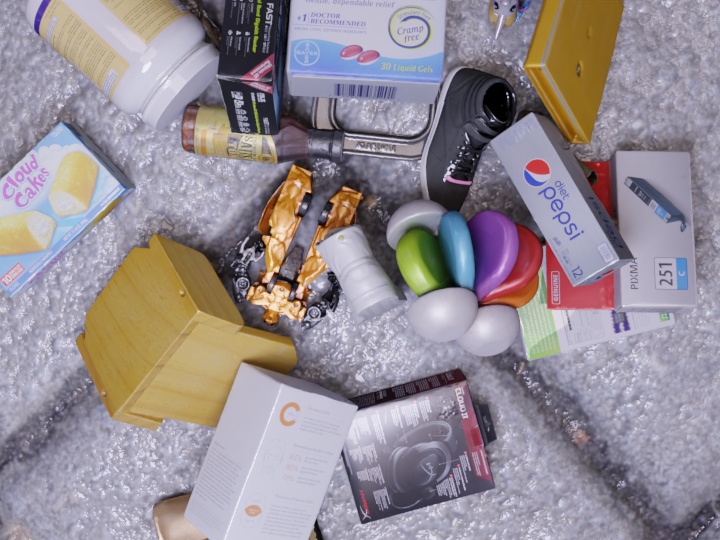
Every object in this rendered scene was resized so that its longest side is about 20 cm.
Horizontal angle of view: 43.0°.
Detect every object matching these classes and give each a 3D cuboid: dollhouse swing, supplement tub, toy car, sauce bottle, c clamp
[{"bbox_3d":[-0.213,0.085,1.158,0.200,0.176,0.182,-49,58,25],"label":"dollhouse swing"},{"bbox_3d":[-0.277,-0.280,1.088,0.200,0.145,0.145,43,94,-5],"label":"supplement tub"},{"bbox_3d":[0.135,-0.007,1.081,0.150,0.200,0.175,-34,53,33],"label":"toy car"},{"bbox_3d":[-0.120,-0.167,1.140,0.200,0.066,0.066,6,96,2],"label":"sauce bottle"},{"bbox_3d":[0.017,-0.226,1.157,0.200,0.027,0.171,12,97,-3],"label":"c clamp"}]

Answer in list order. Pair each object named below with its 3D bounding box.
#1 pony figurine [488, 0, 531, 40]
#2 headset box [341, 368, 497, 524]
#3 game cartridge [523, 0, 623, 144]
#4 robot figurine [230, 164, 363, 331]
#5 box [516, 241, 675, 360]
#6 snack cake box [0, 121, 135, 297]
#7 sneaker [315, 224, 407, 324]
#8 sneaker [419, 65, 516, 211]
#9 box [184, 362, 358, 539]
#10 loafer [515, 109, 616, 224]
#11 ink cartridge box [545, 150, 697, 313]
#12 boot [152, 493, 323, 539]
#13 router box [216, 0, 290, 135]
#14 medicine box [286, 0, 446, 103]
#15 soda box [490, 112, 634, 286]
[{"bbox_3d":[0.184,-0.394,1.079,0.166,0.200,0.193,10,81,5],"label":"pony figurine"},{"bbox_3d":[0.076,0.224,1.185,0.200,0.077,0.149,-16,96,0],"label":"headset box"},{"bbox_3d":[0.253,-0.276,1.066,0.032,0.176,0.200,6,71,33],"label":"game cartridge"},{"bbox_3d":[-0.078,-0.024,1.164,0.145,0.058,0.200,23,95,-3],"label":"robot figurine"},{"bbox_3d":[0.295,0.023,1.188,0.200,0.036,0.145,-14,96,-1],"label":"box"},{"bbox_3d":[-0.398,-0.078,1.148,0.200,0.067,0.115,-43,96,3],"label":"snack cake box"},{"bbox_3d":[0.000,0.000,1.111,0.074,0.200,0.116,-27,81,-3],"label":"sneaker"},{"bbox_3d":[0.133,-0.153,1.125,0.071,0.099,0.200,8,96,-29],"label":"sneaker"},{"bbox_3d":[-0.108,0.229,1.105,0.124,0.097,0.200,23,87,-40],"label":"box"},{"bbox_3d":[0.255,-0.116,1.129,0.067,0.076,0.200,-27,77,21],"label":"loafer"},{"bbox_3d":[0.322,-0.049,1.141,0.176,0.045,0.200,0,79,2],"label":"ink cartridge box"},{"bbox_3d":[-0.153,0.363,1.206,0.200,0.066,0.175,-17,84,0],"label":"boot"},{"bbox_3d":[-0.119,-0.276,1.058,0.062,0.150,0.200,4,77,-2],"label":"router box"},{"bbox_3d":[0.008,-0.312,1.095,0.182,0.103,0.200,3,86,-2],"label":"medicine box"},{"bbox_3d":[0.233,-0.082,1.058,0.063,0.068,0.200,-35,74,27],"label":"soda box"}]
